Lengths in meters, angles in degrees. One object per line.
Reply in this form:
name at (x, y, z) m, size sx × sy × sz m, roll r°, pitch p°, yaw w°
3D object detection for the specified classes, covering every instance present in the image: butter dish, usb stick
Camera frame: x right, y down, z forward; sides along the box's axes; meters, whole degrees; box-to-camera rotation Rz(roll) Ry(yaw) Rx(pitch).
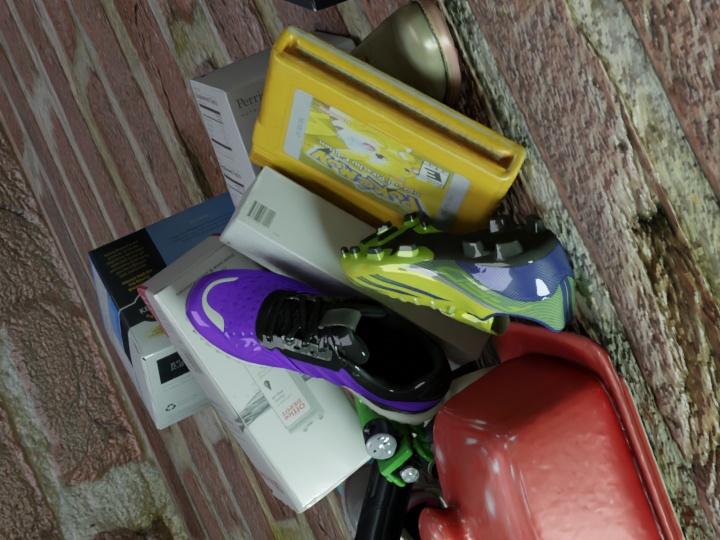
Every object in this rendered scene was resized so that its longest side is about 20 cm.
butter dish at (0.107, 0.150, 1.320) m, size 0.201 × 0.147 × 0.200 m, roll 68°, pitch 164°, yaw -10°
usb stick at (0.025, 0.167, 1.613) m, size 0.056 × 0.032 × 0.201 m, roll 125°, pitch 164°, yaw -51°

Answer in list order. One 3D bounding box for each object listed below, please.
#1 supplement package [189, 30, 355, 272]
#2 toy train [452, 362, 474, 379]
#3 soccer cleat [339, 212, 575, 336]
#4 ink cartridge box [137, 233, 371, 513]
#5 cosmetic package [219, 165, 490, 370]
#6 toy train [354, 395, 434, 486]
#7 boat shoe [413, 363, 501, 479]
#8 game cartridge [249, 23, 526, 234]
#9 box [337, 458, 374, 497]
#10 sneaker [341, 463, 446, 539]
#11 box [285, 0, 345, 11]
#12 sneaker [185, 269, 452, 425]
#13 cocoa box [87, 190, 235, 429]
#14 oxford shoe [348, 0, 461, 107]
supplement package at (-0.039, -0.070, 1.550) m, size 0.201 × 0.113 × 0.109 m, roll 70°, pitch 166°, yaw -16°
toy train at (0.043, 0.055, 1.621) m, size 0.200 × 0.034 × 0.046 m, roll 39°, pitch 160°, yaw 58°
soccer cleat at (0.060, 0.009, 1.330) m, size 0.199 × 0.065 × 0.084 m, roll 1°, pitch 120°, yaw 49°
ink cartridge box at (-0.081, 0.076, 1.554) m, size 0.201 × 0.083 × 0.146 m, roll 56°, pitch 171°, yaw -8°
cosmetic package at (0.000, 0.000, 1.450) m, size 0.199 × 0.051 × 0.083 m, roll 30°, pitch 164°, yaw -7°
toy train at (0.013, 0.088, 1.514) m, size 0.056 × 0.042 × 0.200 m, roll 41°, pitch -163°, yaw -27°
boat shoe at (0.082, 0.131, 1.521) m, size 0.200 × 0.071 × 0.068 m, roll 116°, pitch 132°, yaw -68°
game cartridge at (0.011, -0.075, 1.354) m, size 0.175 × 0.033 × 0.200 m, roll 28°, pitch 159°, yaw 2°
box at (0.027, 0.239, 1.910) m, size 0.201 × 0.049 × 0.082 m, roll 64°, pitch 165°, yaw 8°
sneaker at (0.048, 0.218, 1.770) m, size 0.200 × 0.081 × 0.089 m, roll 36°, pitch 146°, yaw 47°
box at (-0.070, -0.282, 1.465) m, size 0.200 × 0.049 × 0.162 m, roll 35°, pitch 143°, yaw 63°
sneaker at (-0.025, 0.040, 1.406) m, size 0.199 × 0.070 × 0.100 m, roll 20°, pitch 163°, yaw -2°
cocoa box at (-0.130, 0.026, 1.838) m, size 0.132 × 0.199 × 0.134 m, roll 57°, pitch 163°, yaw 30°
oxford shoe at (0.016, -0.126, 1.356) m, size 0.071 × 0.073 × 0.200 m, roll 66°, pitch 164°, yaw 11°
